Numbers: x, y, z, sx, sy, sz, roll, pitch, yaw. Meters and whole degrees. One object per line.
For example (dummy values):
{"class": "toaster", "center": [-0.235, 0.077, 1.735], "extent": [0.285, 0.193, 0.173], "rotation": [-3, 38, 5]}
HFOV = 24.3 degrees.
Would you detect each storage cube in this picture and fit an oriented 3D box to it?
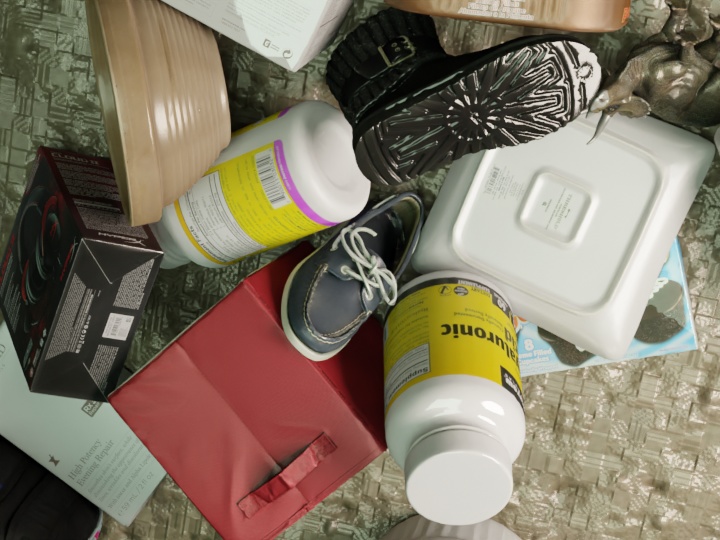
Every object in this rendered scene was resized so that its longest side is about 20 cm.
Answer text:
{"class": "storage cube", "center": [-0.073, 0.106, 1.422], "extent": [0.171, 0.200, 0.180], "rotation": [-40, 90, 20]}

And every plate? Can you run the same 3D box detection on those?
{"class": "plate", "center": [0.163, -0.052, 1.381], "extent": [0.200, 0.032, 0.200], "rotation": [25, 100, 11]}

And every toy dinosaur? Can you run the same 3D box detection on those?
{"class": "toy dinosaur", "center": [0.262, -0.154, 1.343], "extent": [0.200, 0.077, 0.102], "rotation": [5, 134, -28]}

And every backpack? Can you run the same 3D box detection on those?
{"class": "backpack", "center": [-0.332, 0.238, 1.507], "extent": [0.177, 0.200, 0.151], "rotation": [33, 114, -5]}

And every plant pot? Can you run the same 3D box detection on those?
{"class": "plant pot", "center": [-0.159, -0.141, 1.335], "extent": [0.093, 0.201, 0.201], "rotation": [-11, 106, -12]}

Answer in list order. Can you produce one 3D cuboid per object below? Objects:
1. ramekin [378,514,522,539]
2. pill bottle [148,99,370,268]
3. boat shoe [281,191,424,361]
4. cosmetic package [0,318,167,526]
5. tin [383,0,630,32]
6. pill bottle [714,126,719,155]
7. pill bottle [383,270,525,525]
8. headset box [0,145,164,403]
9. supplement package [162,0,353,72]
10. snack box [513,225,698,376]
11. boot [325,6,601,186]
{"class": "ramekin", "center": [0.080, 0.315, 1.507], "extent": [0.200, 0.098, 0.201], "rotation": [3, 107, 9]}
{"class": "pill bottle", "center": [-0.098, -0.064, 1.407], "extent": [0.200, 0.104, 0.104], "rotation": [-19, 103, 32]}
{"class": "boat shoe", "center": [0.000, 0.000, 1.366], "extent": [0.062, 0.200, 0.075], "rotation": [-33, 100, 38]}
{"class": "cosmetic package", "center": [-0.259, 0.129, 1.525], "extent": [0.200, 0.074, 0.102], "rotation": [36, 110, -3]}
{"class": "tin", "center": [0.115, -0.219, 1.323], "extent": [0.200, 0.112, 0.042], "rotation": [8, 102, 9]}
{"class": "pill bottle", "center": [0.356, -0.036, 1.323], "extent": [0.112, 0.112, 0.200], "rotation": [-23, 111, 16]}
{"class": "pill bottle", "center": [0.074, 0.101, 1.326], "extent": [0.111, 0.200, 0.111], "rotation": [0, 130, 0]}
{"class": "headset box", "center": [-0.248, -0.004, 1.429], "extent": [0.075, 0.200, 0.149], "rotation": [11, 114, -28]}
{"class": "supplement package", "center": [-0.057, -0.289, 1.313], "extent": [0.152, 0.151, 0.200], "rotation": [29, 110, 2]}
{"class": "snack box", "center": [0.179, 0.024, 1.428], "extent": [0.200, 0.037, 0.116], "rotation": [-10, 103, 14]}
{"class": "boot", "center": [0.076, -0.161, 1.333], "extent": [0.211, 0.158, 0.080], "rotation": [-18, 124, 5]}
